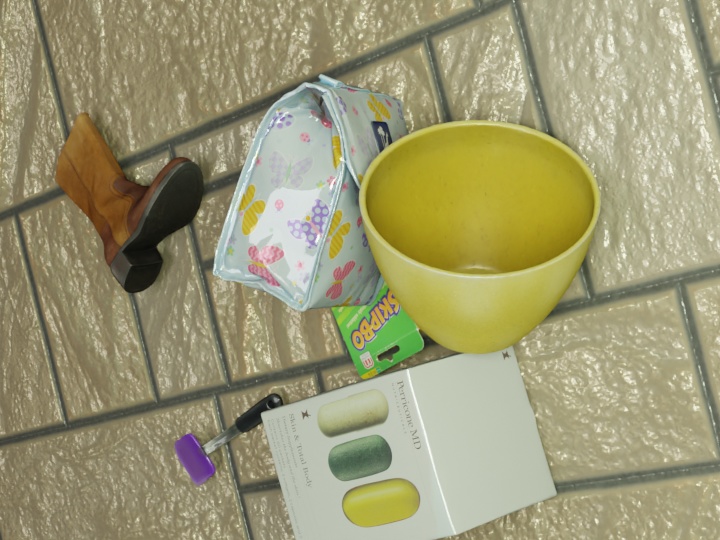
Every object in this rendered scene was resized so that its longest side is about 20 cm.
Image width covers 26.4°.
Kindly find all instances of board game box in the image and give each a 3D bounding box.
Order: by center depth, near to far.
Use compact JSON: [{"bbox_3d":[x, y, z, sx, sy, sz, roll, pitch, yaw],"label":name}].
[{"bbox_3d":[0.000,0.000,1.506,0.096,0.030,0.200,-32,73,41],"label":"board game box"}]

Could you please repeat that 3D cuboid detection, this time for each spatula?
[{"bbox_3d":[-0.145,0.179,1.680,0.200,0.021,0.057,-38,85,38],"label":"spatula"}]

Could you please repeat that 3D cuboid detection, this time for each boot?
[{"bbox_3d":[-0.263,-0.106,1.727,0.200,0.068,0.188,55,138,30],"label":"boot"}]

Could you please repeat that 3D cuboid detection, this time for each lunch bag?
[{"bbox_3d":[-0.027,-0.071,1.397,0.127,0.170,0.200,20,97,21],"label":"lunch bag"}]

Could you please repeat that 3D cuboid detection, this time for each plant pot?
[{"bbox_3d":[0.100,-0.013,1.319,0.200,0.200,0.142,36,145,33],"label":"plant pot"}]

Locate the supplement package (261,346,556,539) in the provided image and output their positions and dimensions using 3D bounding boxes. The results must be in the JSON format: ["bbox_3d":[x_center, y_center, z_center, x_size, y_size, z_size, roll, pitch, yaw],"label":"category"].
[{"bbox_3d":[0.042,0.168,1.413,0.200,0.151,0.152,-21,83,43],"label":"supplement package"}]
